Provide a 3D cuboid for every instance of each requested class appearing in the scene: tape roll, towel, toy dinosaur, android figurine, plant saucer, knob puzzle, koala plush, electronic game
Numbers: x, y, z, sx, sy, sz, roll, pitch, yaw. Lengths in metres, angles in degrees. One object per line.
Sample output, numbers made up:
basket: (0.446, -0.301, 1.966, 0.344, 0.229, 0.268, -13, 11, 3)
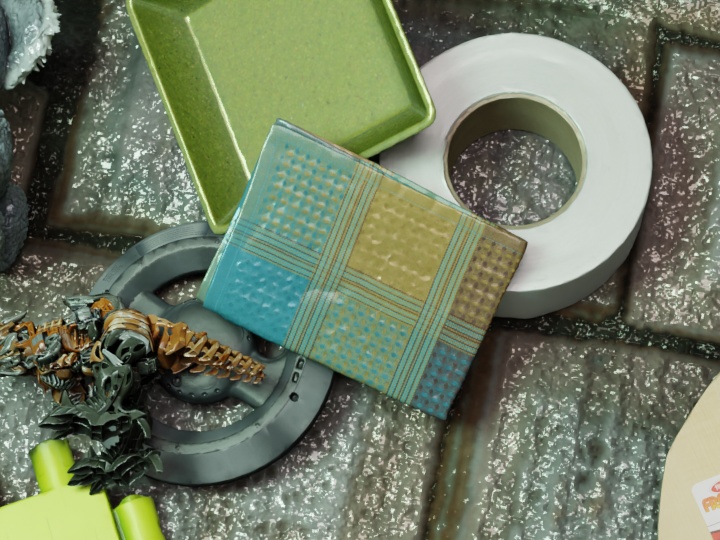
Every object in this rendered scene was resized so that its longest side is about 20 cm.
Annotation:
tape roll: (0.112, -0.070, 1.749, 0.201, 0.071, 0.203, -1, 73, 2)
towel: (0.000, 0.000, 1.684, 0.199, 0.022, 0.147, 25, 96, 0)
toy dinosaur: (-0.174, 0.069, 1.671, 0.199, 0.102, 0.136, -14, 50, 28)
android figurine: (-0.221, 0.224, 1.684, 0.181, 0.041, 0.201, -20, 71, -5)
plant saucer: (-0.052, -0.155, 1.737, 0.199, 0.048, 0.201, -26, 79, 24)
knob puzzle: (0.301, 0.162, 1.690, 0.218, 0.030, 0.221, -1, 73, 2)
koala plush: (-0.303, -0.120, 1.697, 0.177, 0.184, 0.201, 16, 80, -9)
electronic game: (-0.114, 0.059, 1.731, 0.199, 0.042, 0.201, -3, 71, 10)
